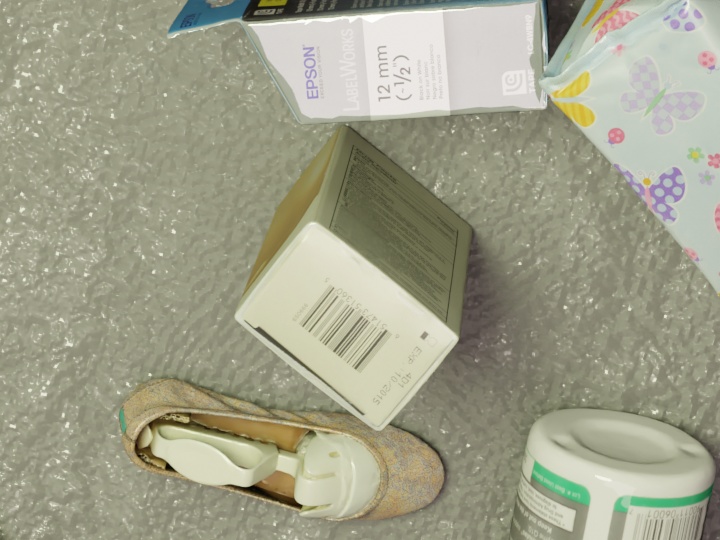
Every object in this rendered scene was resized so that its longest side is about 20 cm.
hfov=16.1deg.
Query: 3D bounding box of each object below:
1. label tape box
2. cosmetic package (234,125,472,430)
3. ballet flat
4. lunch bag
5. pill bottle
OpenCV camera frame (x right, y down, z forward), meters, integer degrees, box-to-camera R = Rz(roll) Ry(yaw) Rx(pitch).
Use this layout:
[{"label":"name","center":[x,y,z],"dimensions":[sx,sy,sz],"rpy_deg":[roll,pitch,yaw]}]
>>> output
[{"label":"label tape box","center":[0.004,-0.125,1.397],"dimensions":[0.198,0.143,0.067],"rpy_deg":[-5,106,6]},{"label":"cosmetic package","center":[0.000,0.000,1.405],"dimensions":[0.105,0.200,0.071],"rpy_deg":[39,106,-6]},{"label":"ballet flat","center":[-0.049,0.116,1.511],"dimensions":[0.198,0.067,0.069],"rpy_deg":[10,107,1]},{"label":"lunch bag","center":[0.206,-0.111,1.358],"dimensions":[0.127,0.200,0.170],"rpy_deg":[-33,104,34]},{"label":"pill bottle","center":[0.136,0.192,1.496],"dimensions":[0.112,0.113,0.202],"rpy_deg":[10,107,1]}]
